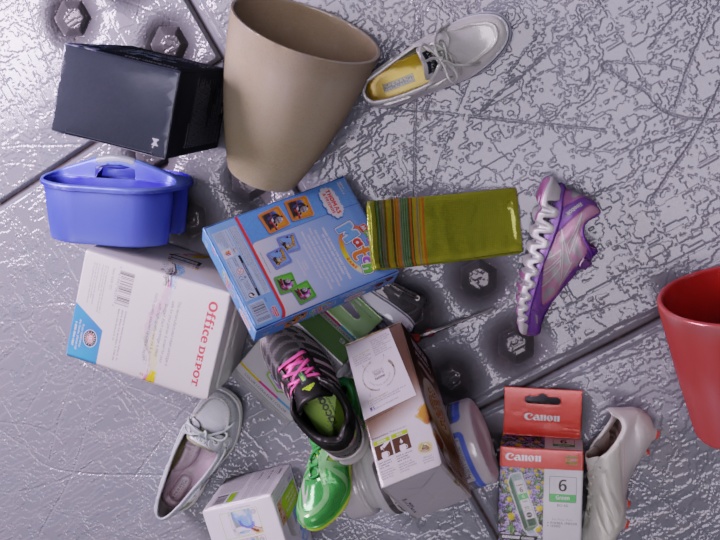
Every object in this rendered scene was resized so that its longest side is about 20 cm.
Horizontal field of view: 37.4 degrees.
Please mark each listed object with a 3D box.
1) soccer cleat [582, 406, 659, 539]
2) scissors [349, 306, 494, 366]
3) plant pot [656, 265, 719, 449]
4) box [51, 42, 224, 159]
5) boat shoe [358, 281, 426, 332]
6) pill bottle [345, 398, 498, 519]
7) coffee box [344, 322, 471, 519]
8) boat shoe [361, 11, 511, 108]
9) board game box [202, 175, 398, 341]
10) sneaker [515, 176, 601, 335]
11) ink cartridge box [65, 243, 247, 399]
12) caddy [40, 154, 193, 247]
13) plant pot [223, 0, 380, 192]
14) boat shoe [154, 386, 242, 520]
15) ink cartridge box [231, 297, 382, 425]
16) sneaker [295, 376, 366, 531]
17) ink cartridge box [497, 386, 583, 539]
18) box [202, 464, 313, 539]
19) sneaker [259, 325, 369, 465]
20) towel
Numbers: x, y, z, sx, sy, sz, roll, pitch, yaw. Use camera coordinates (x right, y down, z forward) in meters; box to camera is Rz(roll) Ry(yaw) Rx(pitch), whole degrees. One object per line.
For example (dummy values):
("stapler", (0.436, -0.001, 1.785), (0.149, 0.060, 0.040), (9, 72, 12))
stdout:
("soccer cleat", (0.313, 0.267, 1.358), (0.077, 0.069, 0.202), (16, 98, -18))
("scissors", (0.079, 0.086, 1.395), (0.199, 0.073, 0.014), (-21, 77, -10))
("plant pot", (0.458, 0.106, 1.252), (0.199, 0.201, 0.179), (-7, 110, 12))
("box", (-0.265, -0.212, 1.314), (0.147, 0.200, 0.108), (15, 104, 7))
("boat shoe", (0.000, 0.000, 1.376), (0.199, 0.070, 0.066), (37, 81, 10))
("pill bottle", (0.069, 0.250, 1.383), (0.199, 0.114, 0.115), (-21, 96, 14))
("coffee box", (0.057, 0.180, 1.287), (0.079, 0.114, 0.201), (-24, 53, 11))
("boat shoe", (0.089, -0.256, 1.296), (0.201, 0.086, 0.075), (-21, 96, 14))
("board game box", (-0.074, -0.018, 1.318), (0.199, 0.037, 0.152), (-22, 70, -20))
("sneaker", (0.246, -0.011, 1.320), (0.088, 0.081, 0.202), (12, 102, 1))
("ink cartridge box", (-0.253, 0.056, 1.391), (0.198, 0.145, 0.148), (18, 104, 7))
("caddy", (-0.314, -0.098, 1.378), (0.198, 0.141, 0.106), (4, 107, 10))
("plant pot", (-0.094, -0.206, 1.309), (0.186, 0.187, 0.201), (24, 119, 6))
("boat shoe", (-0.226, 0.254, 1.465), (0.074, 0.065, 0.203), (32, 105, 3))
("ink cartridge box", (-0.072, 0.100, 1.377), (0.104, 0.059, 0.200), (42, 125, 1))
("sneaker", (-0.043, 0.226, 1.337), (0.074, 0.084, 0.201), (1, 63, 38))
("ink cartridge box", (0.235, 0.256, 1.384), (0.108, 0.050, 0.202), (2, 102, 11))
("box", (-0.125, 0.385, 1.446), (0.101, 0.113, 0.202), (-15, 98, 12))
("sneaker", (-0.060, 0.139, 1.272), (0.073, 0.087, 0.201), (-33, 73, -2))
("towel", (0.106, -0.052, 1.320), (0.198, 0.018, 0.087), (-7, 94, -14))
